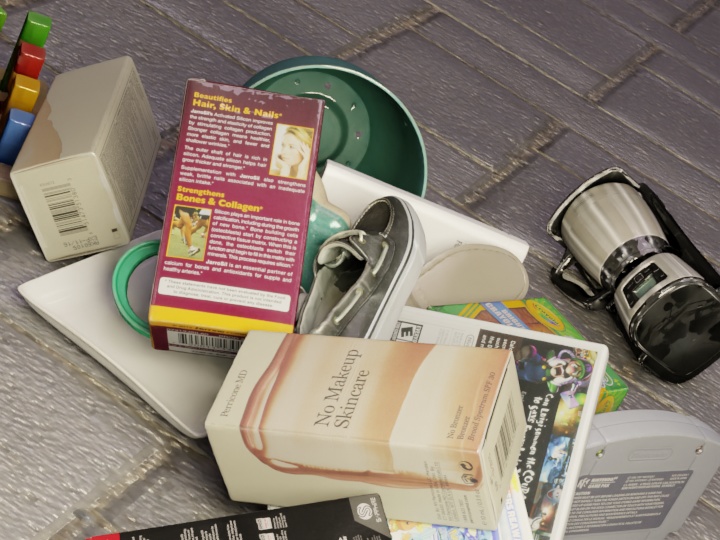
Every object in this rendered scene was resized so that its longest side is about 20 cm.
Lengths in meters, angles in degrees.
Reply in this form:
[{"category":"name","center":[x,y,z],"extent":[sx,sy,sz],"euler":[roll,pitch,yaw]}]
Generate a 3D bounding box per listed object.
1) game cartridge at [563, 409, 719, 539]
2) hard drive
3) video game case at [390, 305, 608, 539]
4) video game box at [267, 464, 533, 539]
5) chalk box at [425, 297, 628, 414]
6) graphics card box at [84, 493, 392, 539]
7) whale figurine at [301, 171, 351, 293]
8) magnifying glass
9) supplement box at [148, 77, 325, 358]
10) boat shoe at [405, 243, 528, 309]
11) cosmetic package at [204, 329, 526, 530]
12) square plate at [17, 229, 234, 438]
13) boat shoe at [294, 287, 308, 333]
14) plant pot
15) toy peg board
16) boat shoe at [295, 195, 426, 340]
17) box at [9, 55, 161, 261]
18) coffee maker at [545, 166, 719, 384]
[{"category":"game cartridge","center":[0.209,0.174,1.335],"extent":[0.200,0.133,0.041],"euler":[3,38,-38]},{"category":"hard drive","center":[0.035,-0.003,1.477],"extent":[0.200,0.132,0.027],"euler":[22,15,-11]},{"category":"video game case","center":[0.079,0.130,1.241],"extent":[0.182,0.023,0.200],"euler":[11,62,16]},{"category":"video game box","center":[0.029,0.190,1.142],"extent":[0.182,0.047,0.200],"euler":[-13,40,4]},{"category":"chalk box","center":[0.133,0.108,1.388],"extent":[0.200,0.124,0.124],"euler":[-5,43,-44]},{"category":"graphics card box","center":[-0.071,0.214,1.043],"extent":[0.200,0.051,0.125],"euler":[-9,37,-8]},{"category":"whale figurine","center":[-0.074,-0.014,1.389],"extent":[0.200,0.159,0.104],"euler":[56,47,-22]},{"category":"magnifying glass","center":[-0.110,0.048,1.288],"extent":[0.200,0.022,0.080],"euler":[36,73,5]},{"category":"supplement box","center":[-0.095,-0.036,1.263],"extent":[0.110,0.086,0.200],"euler":[8,71,-3]},{"category":"boat shoe","center":[0.061,0.031,1.419],"extent":[0.200,0.063,0.073],"euler":[-22,81,-36]},{"category":"cosmetic package","center":[0.006,0.109,1.140],"extent":[0.200,0.087,0.103],"euler":[2,44,19]},{"category":"square plate","center":[-0.152,0.053,1.336],"extent":[0.200,0.028,0.198],"euler":[37,31,16]},{"category":"boat shoe","center":[-0.060,0.044,1.327],"extent":[0.200,0.069,0.072],"euler":[36,29,12]},{"category":"plant pot","center":[-0.045,-0.112,1.534],"extent":[0.200,0.201,0.161],"euler":[21,16,-11]},{"category":"toy peg board","center":[-0.369,-0.177,1.453],"extent":[0.200,0.098,0.199],"euler":[16,31,-19]},{"category":"boat shoe","center":[0.000,0.000,1.286],"extent":[0.071,0.072,0.200],"euler":[50,35,-29]},{"category":"box","center":[-0.236,-0.102,1.424],"extent":[0.078,0.095,0.200],"euler":[-13,28,9]},{"category":"coffee maker","center":[0.316,0.009,1.694],"extent":[0.192,0.135,0.200],"euler":[9,34,-31]}]
